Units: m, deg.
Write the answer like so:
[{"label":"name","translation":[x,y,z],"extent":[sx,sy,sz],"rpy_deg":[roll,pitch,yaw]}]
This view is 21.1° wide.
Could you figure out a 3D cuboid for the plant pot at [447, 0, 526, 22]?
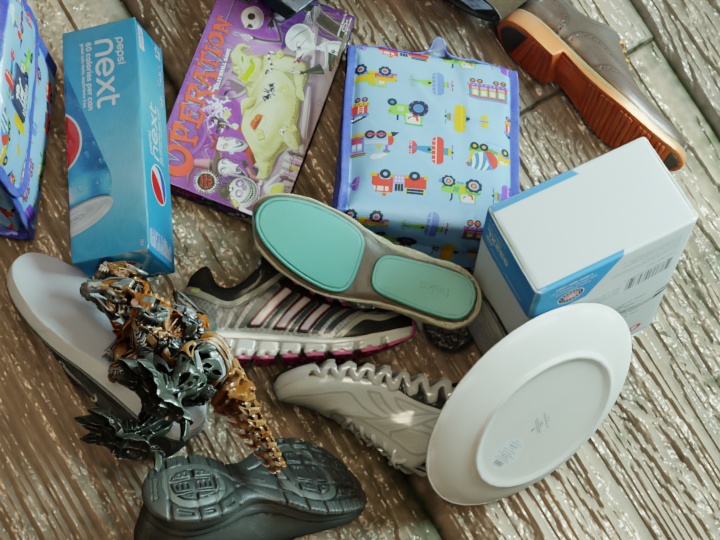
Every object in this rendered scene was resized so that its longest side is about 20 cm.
[{"label":"plant pot","translation":[0.133,-0.320,1.640],"extent":[0.186,0.187,0.201],"rpy_deg":[31,85,1]}]

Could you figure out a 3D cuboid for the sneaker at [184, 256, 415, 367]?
[{"label":"sneaker","translation":[-0.054,0.030,1.552],"extent":[0.197,0.074,0.089],"rpy_deg":[-2,81,-4]}]

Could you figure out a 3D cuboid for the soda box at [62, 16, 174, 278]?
[{"label":"soda box","translation":[-0.196,-0.095,1.555],"extent":[0.067,0.064,0.202],"rpy_deg":[-10,70,12]}]

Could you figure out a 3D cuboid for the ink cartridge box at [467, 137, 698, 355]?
[{"label":"ink cartridge box","translation":[0.168,0.000,1.526],"extent":[0.144,0.200,0.084],"rpy_deg":[-25,68,-14]}]

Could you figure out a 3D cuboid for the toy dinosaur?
[{"label":"toy dinosaur","translation":[-0.136,0.075,1.461],"extent":[0.199,0.103,0.136],"rpy_deg":[26,37,17]}]

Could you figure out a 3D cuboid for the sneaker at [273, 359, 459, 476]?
[{"label":"sneaker","translation":[0.026,0.119,1.545],"extent":[0.198,0.075,0.082],"rpy_deg":[11,82,-5]}]

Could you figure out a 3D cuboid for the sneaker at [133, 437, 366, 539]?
[{"label":"sneaker","translation":[-0.089,0.187,1.507],"extent":[0.198,0.091,0.076],"rpy_deg":[1,45,-29]}]

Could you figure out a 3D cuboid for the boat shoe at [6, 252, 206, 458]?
[{"label":"boat shoe","translation":[-0.209,0.071,1.524],"extent":[0.200,0.057,0.069],"rpy_deg":[43,41,5]}]

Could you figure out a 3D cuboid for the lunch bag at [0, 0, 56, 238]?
[{"label":"lunch bag","translation":[-0.290,-0.129,1.487],"extent":[0.093,0.200,0.152],"rpy_deg":[7,74,-6]}]

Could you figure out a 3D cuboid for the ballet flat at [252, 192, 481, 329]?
[{"label":"ballet flat","translation":[0.000,0.000,1.526],"extent":[0.198,0.062,0.068],"rpy_deg":[25,80,-5]}]

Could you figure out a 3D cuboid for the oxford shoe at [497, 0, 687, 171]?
[{"label":"oxford shoe","translation":[0.213,-0.168,1.653],"extent":[0.200,0.071,0.073],"rpy_deg":[44,69,5]}]

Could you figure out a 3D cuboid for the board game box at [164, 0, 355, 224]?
[{"label":"board game box","translation":[-0.091,-0.144,1.622],"extent":[0.119,0.032,0.202],"rpy_deg":[19,73,1]}]

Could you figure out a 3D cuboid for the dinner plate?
[{"label":"dinner plate","translation":[0.137,0.111,1.502],"extent":[0.199,0.201,0.024],"rpy_deg":[-29,51,-15]}]

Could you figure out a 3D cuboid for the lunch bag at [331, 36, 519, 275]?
[{"label":"lunch bag","translation":[0.056,-0.109,1.610],"extent":[0.149,0.094,0.202],"rpy_deg":[7,64,-4]}]

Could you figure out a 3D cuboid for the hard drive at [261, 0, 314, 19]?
[{"label":"hard drive","translation":[-0.045,-0.310,1.653],"extent":[0.134,0.042,0.200],"rpy_deg":[36,64,7]}]
